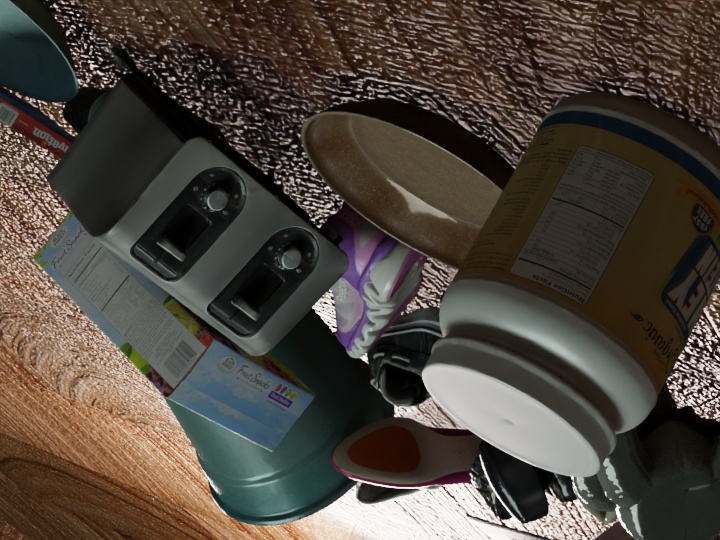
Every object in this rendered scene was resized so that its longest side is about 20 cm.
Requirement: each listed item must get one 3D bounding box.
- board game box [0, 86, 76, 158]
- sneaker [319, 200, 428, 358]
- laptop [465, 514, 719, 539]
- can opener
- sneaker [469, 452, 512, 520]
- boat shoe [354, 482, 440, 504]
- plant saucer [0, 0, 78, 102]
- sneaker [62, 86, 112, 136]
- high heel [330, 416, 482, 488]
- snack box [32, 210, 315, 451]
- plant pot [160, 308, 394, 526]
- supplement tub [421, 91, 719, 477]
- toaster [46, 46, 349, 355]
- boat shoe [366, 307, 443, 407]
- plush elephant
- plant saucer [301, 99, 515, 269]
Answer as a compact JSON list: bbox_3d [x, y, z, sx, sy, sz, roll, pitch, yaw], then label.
[{"bbox_3d":[-0.287,-0.132,1.693,0.103,0.020,0.200,33,-179,-28],"label":"board game box"},{"bbox_3d":[0.000,0.000,1.649,0.088,0.081,0.200,35,157,8],"label":"sneaker"},{"bbox_3d":[0.234,0.236,1.803,0.186,0.199,0.117,10,121,48],"label":"laptop"},{"bbox_3d":[0.122,0.099,1.638,0.063,0.078,0.201,-22,91,57],"label":"can opener"},{"bbox_3d":[0.161,0.130,1.738,0.077,0.085,0.200,51,144,15],"label":"sneaker"},{"bbox_3d":[0.045,0.204,2.100,0.074,0.065,0.202,35,161,-13],"label":"boat shoe"},{"bbox_3d":[-0.301,-0.210,1.628,0.200,0.039,0.201,28,161,11],"label":"plant saucer"},{"bbox_3d":[-0.179,-0.087,1.721,0.091,0.078,0.200,25,156,47],"label":"sneaker"},{"bbox_3d":[0.064,0.177,1.877,0.198,0.068,0.096,0,157,-13],"label":"high heel"},{"bbox_3d":[-0.153,0.047,1.686,0.200,0.068,0.168,40,-177,33],"label":"snack box"},{"bbox_3d":[-0.099,0.096,1.878,0.199,0.201,0.197,12,147,43],"label":"plant pot"},{"bbox_3d":[0.137,0.009,1.250,0.144,0.201,0.145,27,162,10],"label":"supplement tub"},{"bbox_3d":[-0.131,-0.050,1.574,0.181,0.119,0.200,40,-178,-34],"label":"toaster"},{"bbox_3d":[0.038,0.083,1.794,0.072,0.071,0.200,32,162,-3],"label":"boat shoe"},{"bbox_3d":[0.231,0.135,1.542,0.155,0.163,0.202,-106,5,-65],"label":"plush elephant"},{"bbox_3d":[0.052,-0.064,1.457,0.199,0.037,0.201,28,161,11],"label":"plant saucer"}]
